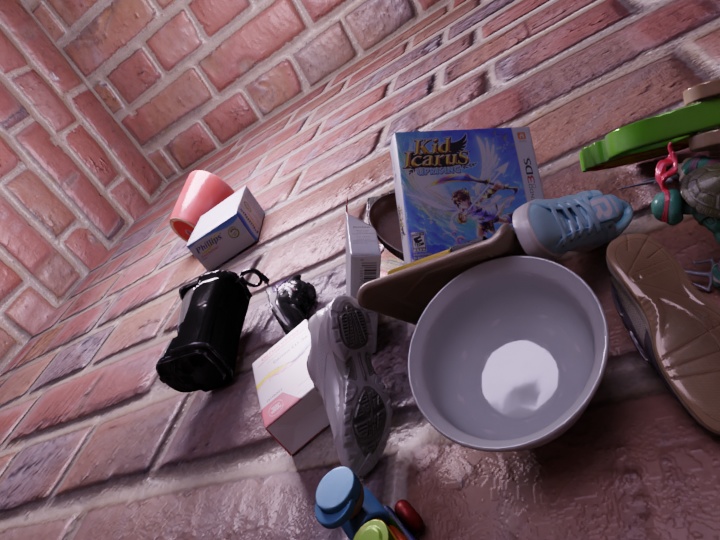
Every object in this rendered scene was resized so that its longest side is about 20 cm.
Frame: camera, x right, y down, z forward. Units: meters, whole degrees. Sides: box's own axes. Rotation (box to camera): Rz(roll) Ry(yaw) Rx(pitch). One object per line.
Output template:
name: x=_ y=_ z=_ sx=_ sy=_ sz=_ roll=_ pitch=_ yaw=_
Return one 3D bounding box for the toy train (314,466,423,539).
toy train: x=0.035 y=0.251 z=0.424 sx=0.084 sy=0.117 sz=0.199 roll=-42 pitch=27 yaw=-11

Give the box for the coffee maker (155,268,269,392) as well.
coffee maker: x=-0.279 y=0.104 z=0.985 sx=0.191 sy=0.133 sz=0.203 roll=-40 pitch=31 yaw=26

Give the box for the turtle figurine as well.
turtle figurine: x=0.360 y=-0.059 z=0.505 sx=0.193 sy=0.101 sz=0.155 roll=-3 pitch=71 yaw=23

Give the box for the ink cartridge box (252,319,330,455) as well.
ink cartridge box: x=-0.095 y=0.156 z=0.777 sx=0.115 sy=0.068 sz=0.200 roll=-38 pitch=27 yaw=-2

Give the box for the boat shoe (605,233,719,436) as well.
boat shoe: x=0.287 y=0.057 z=0.477 sx=0.070 sy=0.065 sz=0.204 roll=-21 pitch=49 yaw=9

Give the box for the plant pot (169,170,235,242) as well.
plant pot: x=-0.518 y=-0.190 z=1.702 sx=0.196 sy=0.201 sz=0.181 roll=-7 pitch=49 yaw=44

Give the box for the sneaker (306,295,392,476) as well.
sneaker: x=-0.022 y=0.140 z=0.637 sx=0.098 sy=0.076 sz=0.208 roll=-23 pitch=71 yaw=50

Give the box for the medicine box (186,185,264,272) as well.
medicine box: x=-0.385 y=-0.123 z=1.512 sx=0.179 sy=0.104 sz=0.202 roll=-30 pitch=29 yaw=14

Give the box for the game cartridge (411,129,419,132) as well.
game cartridge: x=0.147 y=-0.200 z=0.965 sx=0.202 sy=0.129 sz=0.042 roll=-97 pitch=29 yaw=-59

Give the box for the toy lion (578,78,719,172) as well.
toy lion: x=0.357 y=-0.159 z=0.636 sx=0.188 sy=0.071 sz=0.197 roll=-10 pitch=1 yaw=43

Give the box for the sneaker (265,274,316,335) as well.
sneaker: x=-0.119 y=0.056 z=0.957 sx=0.086 sy=0.077 sz=0.200 roll=-32 pitch=27 yaw=-5

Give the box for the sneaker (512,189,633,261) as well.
sneaker: x=0.245 y=-0.062 z=0.588 sx=0.196 sy=0.076 sz=0.082 roll=-12 pitch=-19 yaw=-44

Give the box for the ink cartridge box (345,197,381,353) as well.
ink cartridge box: x=0.000 y=0.000 z=0.807 sx=0.045 sy=0.165 sz=0.202 roll=0 pitch=30 yaw=-2

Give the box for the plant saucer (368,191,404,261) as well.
plant saucer: x=0.105 y=-0.059 z=0.804 sx=0.192 sy=0.033 sz=0.203 roll=8 pitch=36 yaw=-5

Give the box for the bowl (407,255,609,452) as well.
bowl: x=0.152 y=0.095 z=0.527 sx=0.196 sy=0.091 sz=0.206 roll=-22 pitch=45 yaw=23

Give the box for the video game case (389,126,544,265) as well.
video game case: x=0.145 y=-0.097 z=0.694 sx=0.192 sy=0.046 sz=0.188 roll=-4 pitch=72 yaw=-6

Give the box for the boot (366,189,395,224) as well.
boot: x=0.071 y=-0.150 z=1.014 sx=0.126 sy=0.069 sz=0.203 roll=-10 pitch=37 yaw=16

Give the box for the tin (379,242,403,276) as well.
tin: x=0.066 y=-0.015 z=0.880 sx=0.112 sy=0.042 sz=0.198 roll=-42 pitch=28 yaw=-18

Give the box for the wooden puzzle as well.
wooden puzzle: x=0.115 y=0.009 z=0.645 sx=0.196 sy=0.183 sz=0.038 roll=-25 pitch=65 yaw=26
